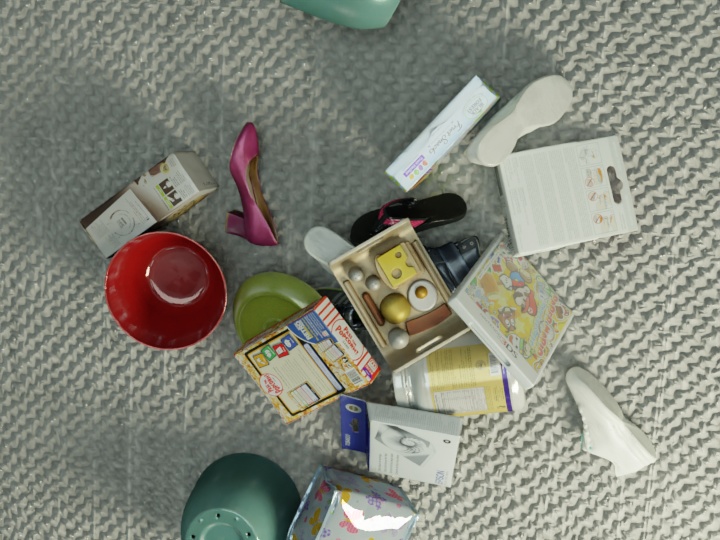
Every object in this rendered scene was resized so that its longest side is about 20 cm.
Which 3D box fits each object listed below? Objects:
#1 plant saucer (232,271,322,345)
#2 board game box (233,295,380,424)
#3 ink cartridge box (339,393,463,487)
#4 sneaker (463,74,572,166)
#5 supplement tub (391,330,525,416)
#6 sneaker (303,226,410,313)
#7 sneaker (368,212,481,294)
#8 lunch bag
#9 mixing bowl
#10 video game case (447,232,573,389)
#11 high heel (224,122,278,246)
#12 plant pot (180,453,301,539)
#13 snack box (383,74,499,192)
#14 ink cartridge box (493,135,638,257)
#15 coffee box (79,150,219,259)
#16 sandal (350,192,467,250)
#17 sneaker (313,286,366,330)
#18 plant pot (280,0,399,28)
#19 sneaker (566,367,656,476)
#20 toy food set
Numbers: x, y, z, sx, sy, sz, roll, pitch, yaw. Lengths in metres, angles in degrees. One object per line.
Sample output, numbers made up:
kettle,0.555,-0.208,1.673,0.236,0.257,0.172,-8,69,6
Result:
plant saucer,-0.131,0.098,1.643,0.200,0.031,0.200,11,120,20
board game box,-0.089,0.148,1.600,0.200,0.046,0.152,-30,101,35
ink cartridge box,0.060,0.281,1.615,0.200,0.200,0.041,10,55,8
sneaker,0.240,-0.239,1.557,0.200,0.088,0.075,-38,106,-12
supplement tub,0.158,0.162,1.590,0.200,0.145,0.146,-7,97,10
sneaker,0.000,0.000,1.607,0.200,0.116,0.074,40,90,3
sneaker,0.111,-0.039,1.606,0.146,0.077,0.202,-35,84,3
lunch bag,-0.027,0.445,1.653,0.169,0.127,0.200,20,98,-22
mixing bowl,-0.315,0.022,1.652,0.200,0.108,0.200,0,104,1
video game case,0.238,0.059,1.539,0.182,0.200,0.023,48,133,-6
high heel,-0.167,-0.139,1.628,0.096,0.067,0.200,15,106,16
plant pot,-0.213,0.433,1.680,0.200,0.161,0.201,1,99,8
snack box,0.130,-0.211,1.539,0.053,0.142,0.200,44,102,0
ink cartridge box,0.323,-0.119,1.570,0.200,0.047,0.160,-11,86,-7
coffee box,-0.348,-0.110,1.641,0.200,0.113,0.080,-34,92,11
sandal,0.074,-0.089,1.567,0.200,0.045,0.075,-19,56,-12
sneaker,-0.028,0.066,1.636,0.200,0.081,0.074,-5,98,9
plant pot,-0.007,-0.460,1.494,0.161,0.201,0.201,25,102,-10
sneaker,0.384,0.252,1.605,0.088,0.075,0.200,-38,93,24
toy food set,0.061,0.038,1.520,0.143,0.060,0.200,-31,97,0
